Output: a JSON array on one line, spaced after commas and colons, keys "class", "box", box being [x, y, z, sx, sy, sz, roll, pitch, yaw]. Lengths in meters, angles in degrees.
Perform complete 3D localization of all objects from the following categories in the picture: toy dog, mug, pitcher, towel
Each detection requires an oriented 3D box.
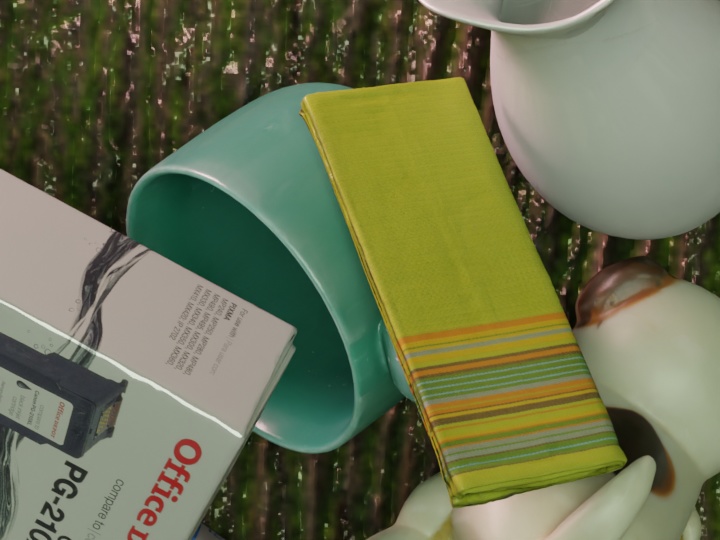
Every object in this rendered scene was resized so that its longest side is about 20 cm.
[{"class": "toy dog", "box": [0.107, 0.086, 1.238, 0.139, 0.194, 0.200, 34, 58, 10]}, {"class": "mug", "box": [-0.006, 0.002, 1.234, 0.114, 0.152, 0.185, -37, 76, -31]}, {"class": "pitcher", "box": [0.134, -0.098, 1.202, 0.171, 0.200, 0.122, -3, 61, 24]}, {"class": "towel", "box": [0.042, 0.005, 1.147, 0.086, 0.018, 0.201, -7, 61, -28]}]

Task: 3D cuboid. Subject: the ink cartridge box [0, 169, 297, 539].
[{"class": "ink cartridge box", "box": [-0.149, 0.051, 1.182, 0.199, 0.084, 0.145, 29, 127, -2]}]

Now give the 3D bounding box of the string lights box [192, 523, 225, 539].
[{"class": "string lights box", "box": [-0.167, 0.123, 1.286, 0.200, 0.059, 0.103, 35, 92, -2]}]
